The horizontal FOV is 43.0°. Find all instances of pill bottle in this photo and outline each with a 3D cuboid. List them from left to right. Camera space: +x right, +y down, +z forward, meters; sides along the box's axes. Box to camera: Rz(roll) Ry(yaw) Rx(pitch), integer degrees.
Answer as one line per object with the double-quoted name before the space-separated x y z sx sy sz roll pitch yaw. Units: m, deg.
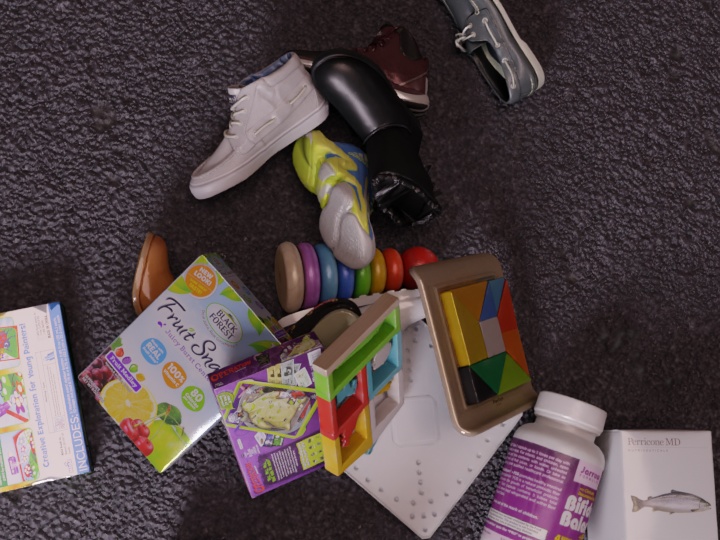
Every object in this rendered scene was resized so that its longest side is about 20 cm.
"pill bottle" 0.221 0.249 1.072 0.112 0.112 0.201 20 81 -5

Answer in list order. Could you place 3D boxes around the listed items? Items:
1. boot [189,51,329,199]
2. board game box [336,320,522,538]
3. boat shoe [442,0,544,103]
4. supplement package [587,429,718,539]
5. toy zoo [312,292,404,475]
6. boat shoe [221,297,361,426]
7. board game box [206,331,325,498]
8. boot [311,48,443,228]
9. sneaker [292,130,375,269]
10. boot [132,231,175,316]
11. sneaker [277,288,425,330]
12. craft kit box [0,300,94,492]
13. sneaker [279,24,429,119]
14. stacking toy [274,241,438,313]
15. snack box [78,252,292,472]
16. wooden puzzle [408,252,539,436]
"boot" -0.139 -0.177 1.092 0.200 0.074 0.096 -38 122 -8
"board game box" 0.063 0.182 1.108 0.200 0.026 0.200 41 76 0
"boat shoe" 0.158 -0.305 1.190 0.062 0.073 0.200 -39 93 -18
"supplement package" 0.343 0.291 1.087 0.116 0.117 0.201 1 79 -7
"toy zoo" 0.002 0.137 1.010 0.020 0.201 0.131 23 46 29
"boat shoe" -0.075 0.110 1.032 0.201 0.063 0.074 -42 104 10
"board game box" -0.085 0.160 0.986 0.120 0.200 0.032 -24 47 -16
"boot" 0.021 -0.150 1.074 0.198 0.073 0.163 38 34 -39
"sneaker" -0.004 -0.090 1.098 0.105 0.076 0.200 -1 56 -36
"boot" -0.185 0.054 1.069 0.154 0.074 0.201 -1 92 -8
"sneaker" 0.000 0.074 1.083 0.199 0.076 0.081 -17 76 8
"craft kit box" -0.417 0.152 1.027 0.197 0.049 0.201 -10 81 -14
"sneaker" -0.002 -0.269 1.164 0.199 0.076 0.116 15 72 -17
"stacking toy" 0.000 0.000 1.110 0.199 0.085 0.086 -5 81 -16
"snack box" -0.187 0.099 0.991 0.200 0.053 0.142 -43 87 10
"wooden puzzle" 0.144 0.078 1.077 0.185 0.037 0.201 -11 81 -52
